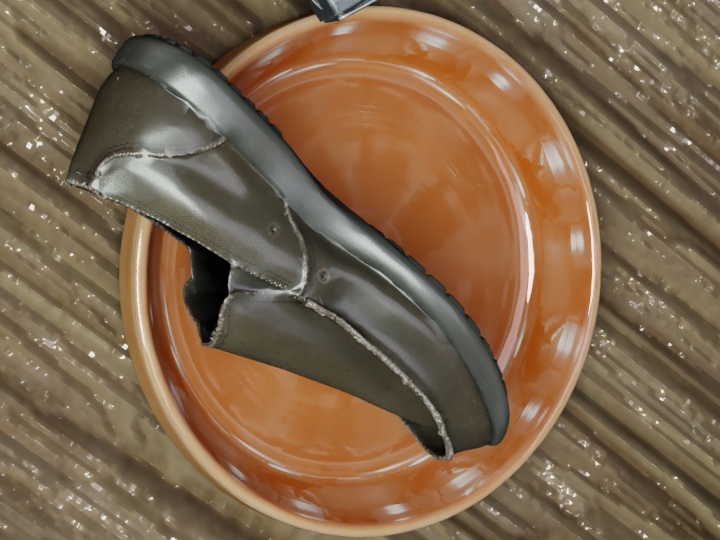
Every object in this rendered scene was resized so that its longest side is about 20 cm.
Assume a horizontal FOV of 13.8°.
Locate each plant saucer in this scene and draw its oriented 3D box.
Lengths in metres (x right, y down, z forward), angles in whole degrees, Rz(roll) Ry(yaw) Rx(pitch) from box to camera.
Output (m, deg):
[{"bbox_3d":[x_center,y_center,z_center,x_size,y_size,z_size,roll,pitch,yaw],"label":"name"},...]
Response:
[{"bbox_3d":[0.000,0.000,1.127,0.200,0.032,0.201,-3,95,-28],"label":"plant saucer"}]

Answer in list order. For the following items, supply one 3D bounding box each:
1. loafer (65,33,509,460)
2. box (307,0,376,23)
[{"bbox_3d":[-0.030,0.005,1.061,0.200,0.073,0.071,44,79,-15],"label":"loafer"},{"bbox_3d":[0.034,-0.207,1.077,0.200,0.049,0.161,-31,98,-5],"label":"box"}]
